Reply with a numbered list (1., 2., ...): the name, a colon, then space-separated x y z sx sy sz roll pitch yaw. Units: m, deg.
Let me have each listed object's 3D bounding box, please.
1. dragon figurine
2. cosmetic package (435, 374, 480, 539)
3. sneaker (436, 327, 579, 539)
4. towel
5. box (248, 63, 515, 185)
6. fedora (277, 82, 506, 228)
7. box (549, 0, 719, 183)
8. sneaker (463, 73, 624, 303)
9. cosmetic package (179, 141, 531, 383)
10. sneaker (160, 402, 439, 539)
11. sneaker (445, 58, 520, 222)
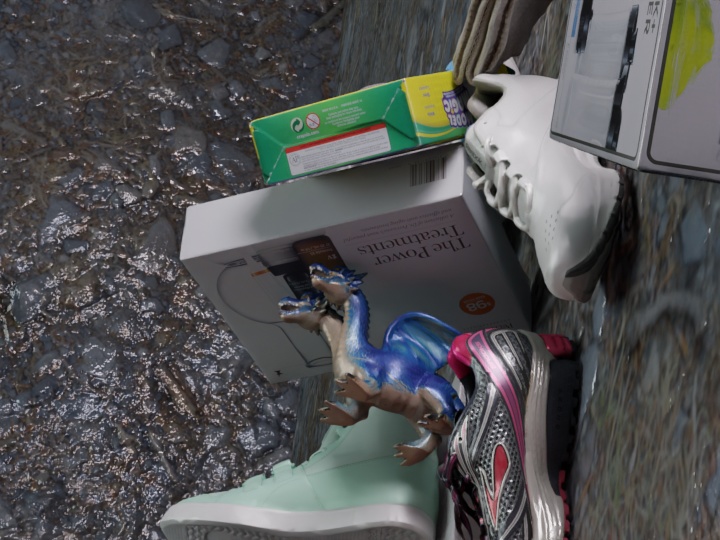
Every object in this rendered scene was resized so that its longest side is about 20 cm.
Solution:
1. dragon figurine: 0.035 0.067 1.074 0.059 0.199 0.100 115 179 -46
2. cosmetic package: 0.077 0.168 1.108 0.083 0.050 0.201 111 166 -57
3. sneaker: 0.082 0.133 0.996 0.081 0.074 0.201 112 164 -68
4. towel: 0.117 -0.212 1.077 0.200 0.034 0.133 -57 -12 -43
5. box: 0.025 -0.099 1.112 0.200 0.117 0.049 -25 -79 -62
6. fedora: 0.027 -0.071 1.278 0.090 0.176 0.201 95 164 -64
7. box: 0.144 -0.107 0.789 0.200 0.060 0.117 -116 34 -80
8. sneaker: 0.103 -0.051 0.985 0.200 0.087 0.075 -92 13 -55
9. cosmetic package: 0.000 0.000 1.136 0.151 0.199 0.052 56 -152 -47
10. sneaker: -0.035 0.147 1.160 0.119 0.199 0.074 -77 -27 -42
11. sneaker: 0.106 -0.108 1.218 0.087 0.075 0.201 -45 28 39
